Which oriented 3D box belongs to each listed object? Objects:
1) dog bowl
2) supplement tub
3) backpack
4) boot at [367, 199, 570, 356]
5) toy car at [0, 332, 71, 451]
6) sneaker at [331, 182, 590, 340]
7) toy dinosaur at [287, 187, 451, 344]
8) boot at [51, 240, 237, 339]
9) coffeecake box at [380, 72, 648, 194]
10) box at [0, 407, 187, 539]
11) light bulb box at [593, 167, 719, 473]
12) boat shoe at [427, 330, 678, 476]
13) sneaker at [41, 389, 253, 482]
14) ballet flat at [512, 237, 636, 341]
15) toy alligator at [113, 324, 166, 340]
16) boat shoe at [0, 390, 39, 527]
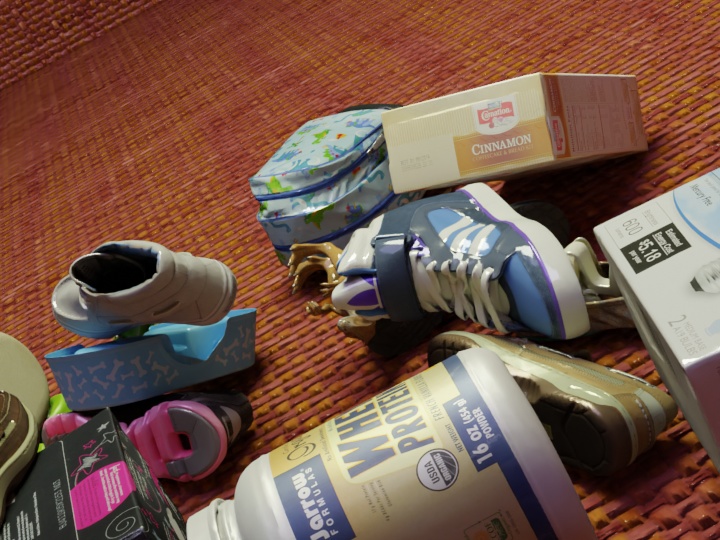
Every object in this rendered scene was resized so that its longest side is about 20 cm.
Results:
[{"bbox_3d":[-0.171,0.075,1.099,0.111,0.050,0.200,-8,4,43],"label":"dog bowl"},{"bbox_3d":[0.018,0.147,0.726,0.199,0.145,0.144,-28,24,0],"label":"supplement tub"},{"bbox_3d":[-0.018,-0.083,1.257,0.163,0.154,0.200,3,51,39],"label":"backpack"},{"bbox_3d":[0.068,-0.017,1.092,0.199,0.070,0.132,-27,25,-2],"label":"boot"},{"bbox_3d":[-0.379,0.153,1.144,0.200,0.164,0.158,-35,21,15],"label":"toy car"},{"bbox_3d":[0.057,0.014,0.906,0.146,0.081,0.200,-24,31,-8],"label":"sneaker"},{"bbox_3d":[0.000,0.000,1.042,0.106,0.061,0.200,12,40,9],"label":"toy dinosaur"},{"bbox_3d":[-0.200,0.008,1.036,0.199,0.095,0.074,-7,68,35],"label":"boot"},{"bbox_3d":[0.137,-0.119,1.118,0.153,0.073,0.200,-9,1,35],"label":"coffeecake box"},{"bbox_3d":[-0.184,0.204,0.864,0.132,0.115,0.200,-32,22,-6],"label":"box"},{"bbox_3d":[0.268,0.017,0.744,0.199,0.125,0.198,-26,24,6],"label":"light bulb box"},{"bbox_3d":[0.126,0.080,0.860,0.076,0.072,0.200,-23,27,-27],"label":"boat shoe"},{"bbox_3d":[-0.173,0.133,1.065,0.199,0.079,0.095,-8,15,31],"label":"sneaker"},{"bbox_3d":[0.181,0.008,0.926,0.199,0.067,0.068,-6,31,40],"label":"ballet flat"},{"bbox_3d":[-0.210,0.054,1.196,0.059,0.200,0.054,16,77,6],"label":"toy alligator"},{"bbox_3d":[-0.273,0.126,0.887,0.074,0.075,0.202,-27,22,4],"label":"boat shoe"}]
